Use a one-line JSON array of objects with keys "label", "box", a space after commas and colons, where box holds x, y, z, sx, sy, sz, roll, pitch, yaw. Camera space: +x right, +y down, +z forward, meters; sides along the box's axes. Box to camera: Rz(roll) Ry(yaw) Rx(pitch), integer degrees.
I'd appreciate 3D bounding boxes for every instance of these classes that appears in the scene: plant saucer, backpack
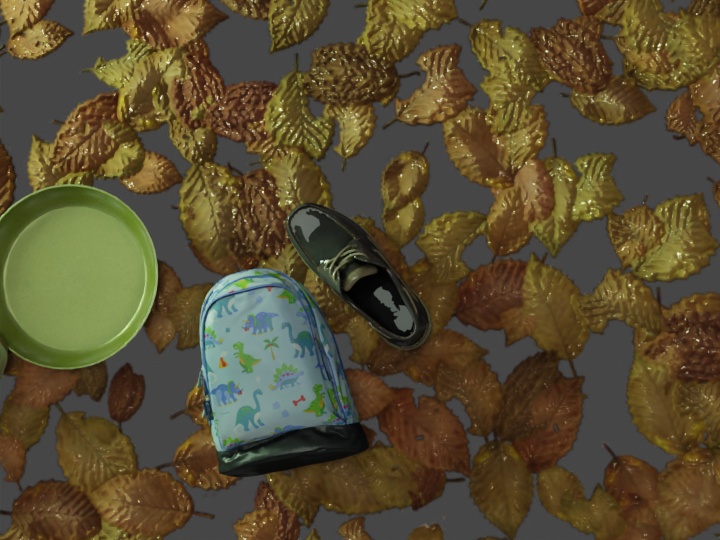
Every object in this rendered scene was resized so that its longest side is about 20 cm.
[{"label": "plant saucer", "box": [-0.315, 0.007, 1.073, 0.199, 0.031, 0.201, 0, 85, 3]}, {"label": "backpack", "box": [-0.092, 0.097, 1.006, 0.162, 0.154, 0.201, -11, 71, 9]}]

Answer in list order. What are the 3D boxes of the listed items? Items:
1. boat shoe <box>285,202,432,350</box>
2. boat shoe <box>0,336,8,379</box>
[{"label": "boat shoe", "box": [0.000, 0.000, 1.032, 0.200, 0.073, 0.075, 43, 88, 6]}, {"label": "boat shoe", "box": [-0.437, 0.158, 1.040, 0.073, 0.063, 0.201, 19, 97, 6]}]
